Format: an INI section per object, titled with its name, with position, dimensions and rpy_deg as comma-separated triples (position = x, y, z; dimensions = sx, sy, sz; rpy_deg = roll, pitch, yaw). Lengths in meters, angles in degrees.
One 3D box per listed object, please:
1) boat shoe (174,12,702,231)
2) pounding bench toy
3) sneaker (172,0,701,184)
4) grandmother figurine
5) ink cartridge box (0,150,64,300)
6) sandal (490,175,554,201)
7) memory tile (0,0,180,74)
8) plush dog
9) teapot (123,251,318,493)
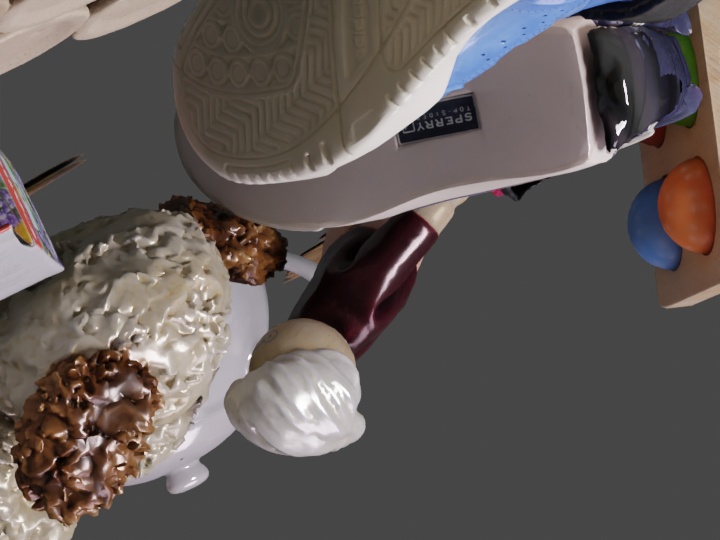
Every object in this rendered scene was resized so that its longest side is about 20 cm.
[boat shoe]
position = 0.033, -0.060, 1.116
dimensions = 0.200, 0.075, 0.093
rpy_deg = -2, -170, 34
[pounding bench toy]
position = 0.198, -0.061, 1.234
dimensions = 0.156, 0.124, 0.200
rpy_deg = -6, 174, -9
[sneaker]
position = 0.038, -0.088, 0.902
dimensions = 0.111, 0.077, 0.200
rpy_deg = -11, 160, -48
[grandmother figurine]
position = 0.000, 0.000, 1.168
dimensions = 0.200, 0.061, 0.121
rpy_deg = -61, 179, -45
[ink cartridge box]
position = -0.160, -0.003, 0.965
dimensions = 0.109, 0.050, 0.200
rpy_deg = -26, 177, -3
[sandal]
position = 0.076, -0.060, 1.285
dimensions = 0.075, 0.045, 0.200
rpy_deg = -26, 178, -17
[memory tile]
position = -0.051, -0.084, 0.737
dimensions = 0.200, 0.017, 0.153
rpy_deg = -25, 177, -34
[plush dog]
position = -0.116, 0.034, 1.136
dimensions = 0.172, 0.160, 0.200
rpy_deg = -27, -156, 39
[teapot]
position = -0.126, 0.059, 1.741
dimensions = 0.197, 0.146, 0.200
rpy_deg = -26, 177, -23
